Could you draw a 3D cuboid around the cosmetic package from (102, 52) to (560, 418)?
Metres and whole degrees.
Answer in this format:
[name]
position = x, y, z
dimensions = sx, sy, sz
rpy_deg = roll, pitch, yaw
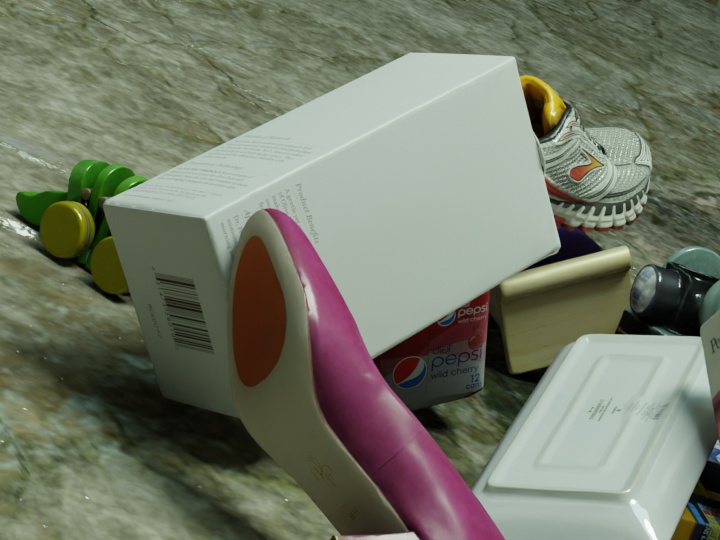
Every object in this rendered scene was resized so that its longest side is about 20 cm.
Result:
[cosmetic package]
position = -0.008, -0.021, 1.006
dimensions = 0.200, 0.108, 0.085
rpy_deg = -28, 24, -35

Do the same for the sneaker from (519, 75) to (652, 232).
[sneaker]
position = 0.111, -0.068, 1.218
dimensions = 0.078, 0.082, 0.200
rpy_deg = 26, 20, 31

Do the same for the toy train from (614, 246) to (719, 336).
[toy train]
position = 0.235, 0.061, 1.243
dimensions = 0.200, 0.114, 0.085
rpy_deg = 18, 10, -23

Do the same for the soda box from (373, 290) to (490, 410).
[soda box]
position = 0.000, 0.000, 1.163
dimensions = 0.063, 0.070, 0.200
rpy_deg = -10, 29, -21

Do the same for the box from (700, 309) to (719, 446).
[box]
position = 0.241, 0.092, 0.947
dimensions = 0.109, 0.128, 0.200
rpy_deg = 8, 58, -23

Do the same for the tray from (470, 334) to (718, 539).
[tray]
position = 0.119, 0.076, 1.031
dimensions = 0.107, 0.022, 0.200
rpy_deg = 2, 25, 23

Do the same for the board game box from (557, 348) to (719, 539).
[board game box]
position = 0.189, 0.123, 1.086
dimensions = 0.165, 0.057, 0.200
rpy_deg = 17, 17, -17

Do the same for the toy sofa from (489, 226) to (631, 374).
[toy sofa]
position = 0.099, -0.025, 1.313
dimensions = 0.083, 0.098, 0.200
rpy_deg = -13, 24, -9

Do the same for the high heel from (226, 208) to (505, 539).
[high heel]
position = 0.006, 0.065, 0.891
dimensions = 0.096, 0.067, 0.200
rpy_deg = 2, 63, -35

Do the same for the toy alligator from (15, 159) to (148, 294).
[toy alligator]
position = -0.102, -0.010, 1.110
dimensions = 0.200, 0.054, 0.059
rpy_deg = 32, 19, 28
